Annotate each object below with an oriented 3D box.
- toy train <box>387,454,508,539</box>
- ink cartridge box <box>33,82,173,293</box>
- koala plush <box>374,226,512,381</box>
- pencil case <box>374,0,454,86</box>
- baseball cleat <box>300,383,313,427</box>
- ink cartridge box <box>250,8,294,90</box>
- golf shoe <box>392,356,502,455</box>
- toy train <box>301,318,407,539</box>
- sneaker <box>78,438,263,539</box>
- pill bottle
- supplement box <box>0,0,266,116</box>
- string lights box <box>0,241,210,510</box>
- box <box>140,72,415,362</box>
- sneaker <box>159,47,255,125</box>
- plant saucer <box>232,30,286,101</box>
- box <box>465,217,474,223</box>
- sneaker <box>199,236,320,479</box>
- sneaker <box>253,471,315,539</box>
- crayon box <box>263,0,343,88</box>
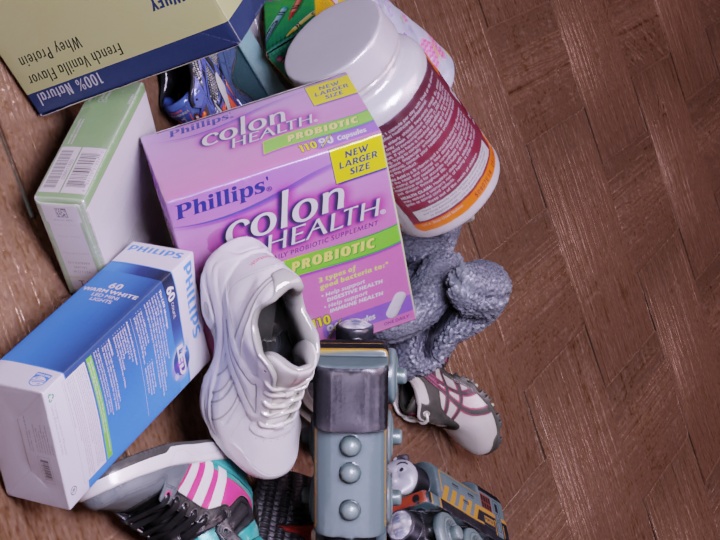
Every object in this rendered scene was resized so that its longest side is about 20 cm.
[{"bbox_3d":[0.083,0.256,1.650,0.200,0.085,0.114,35,36,-48],"label":"toy train"},{"bbox_3d":[-0.191,-0.031,1.340,0.200,0.048,0.146,79,20,-43],"label":"ink cartridge box"},{"bbox_3d":[0.000,0.000,1.557,0.200,0.184,0.177,29,20,-40],"label":"koala plush"},{"bbox_3d":[0.023,-0.238,1.775,0.200,0.083,0.091,29,51,-54],"label":"pencil case"},{"bbox_3d":[-0.061,0.090,1.509,0.200,0.070,0.107,54,21,-42],"label":"baseball cleat"},{"bbox_3d":[-0.087,-0.197,1.576,0.116,0.068,0.200,-28,101,-62],"label":"ink cartridge box"},{"bbox_3d":[0.074,0.134,1.726,0.200,0.077,0.088,55,55,-29],"label":"golf shoe"},{"bbox_3d":[-0.008,0.142,1.339,0.114,0.085,0.200,-76,168,-78],"label":"toy train"},{"bbox_3d":[-0.141,0.200,1.288,0.200,0.084,0.121,3,65,-62],"label":"sneaker"},{"bbox_3d":[0.027,-0.131,1.437,0.200,0.114,0.114,50,37,-38],"label":"pill bottle"},{"bbox_3d":[-0.197,-0.257,1.269,0.200,0.200,0.134,59,32,-27],"label":"supplement box"},{"bbox_3d":[-0.189,0.073,1.226,0.200,0.059,0.103,-49,140,-50],"label":"string lights box"},{"bbox_3d":[-0.063,-0.032,1.351,0.097,0.176,0.200,-117,-168,-49],"label":"box"},{"bbox_3d":[-0.138,-0.141,1.472,0.078,0.075,0.200,-33,103,-45],"label":"sneaker"},{"bbox_3d":[-0.099,-0.165,1.499,0.019,0.070,0.200,-28,87,-37],"label":"plant saucer"},{"bbox_3d":[0.038,-0.102,1.744,0.200,0.082,0.068,29,53,-55],"label":"box"},{"bbox_3d":[-0.071,0.080,1.274,0.078,0.099,0.200,-21,118,-30],"label":"sneaker"},{"bbox_3d":[-0.071,0.247,1.414,0.200,0.070,0.093,-88,-162,-66],"label":"sneaker"},{"bbox_3d":[-0.009,-0.184,1.541,0.200,0.058,0.119,46,26,-37],"label":"crayon box"}]
